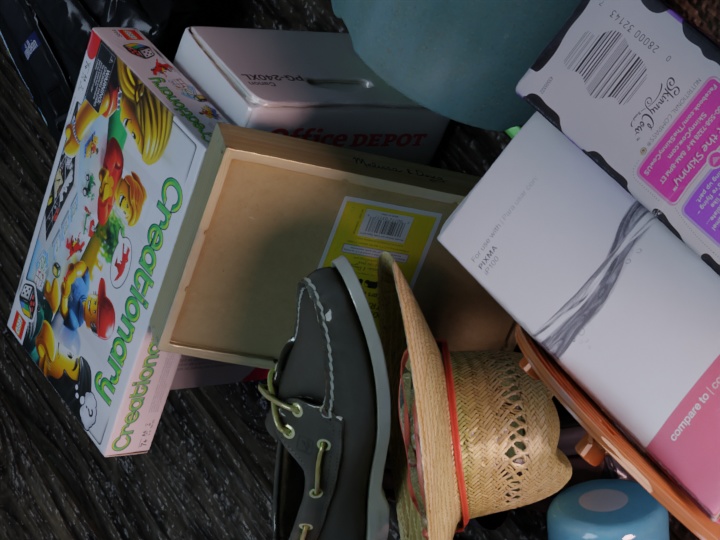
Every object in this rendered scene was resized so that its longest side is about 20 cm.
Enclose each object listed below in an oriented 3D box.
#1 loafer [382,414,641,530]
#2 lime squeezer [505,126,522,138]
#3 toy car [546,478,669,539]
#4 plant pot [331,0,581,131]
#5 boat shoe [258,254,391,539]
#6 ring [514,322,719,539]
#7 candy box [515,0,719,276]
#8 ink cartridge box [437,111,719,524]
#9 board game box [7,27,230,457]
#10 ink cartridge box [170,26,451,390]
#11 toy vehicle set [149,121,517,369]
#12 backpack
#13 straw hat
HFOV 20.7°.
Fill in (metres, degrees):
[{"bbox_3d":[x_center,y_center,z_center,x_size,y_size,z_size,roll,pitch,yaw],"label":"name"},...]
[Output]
[{"bbox_3d":[0.073,0.117,1.071,0.199,0.071,0.064,-13,89,46],"label":"loafer"},{"bbox_3d":[0.043,-0.152,1.094,0.070,0.037,0.202,-23,76,47],"label":"lime squeezer"},{"bbox_3d":[0.179,0.217,0.928,0.198,0.177,0.186,2,111,20],"label":"toy car"},{"bbox_3d":[0.085,-0.186,0.942,0.201,0.199,0.197,56,140,28],"label":"plant pot"},{"bbox_3d":[-0.020,0.079,1.030,0.072,0.060,0.203,-114,16,-45],"label":"boat shoe"},{"bbox_3d":[0.142,0.095,0.898,0.019,0.200,0.201,-49,55,9],"label":"ring"},{"bbox_3d":[0.186,-0.026,0.840,0.072,0.167,0.200,-52,54,12],"label":"candy box"},{"bbox_3d":[0.149,0.029,0.902,0.083,0.146,0.200,-51,55,13],"label":"ink cartridge box"},{"bbox_3d":[-0.132,-0.015,1.091,0.126,0.034,0.201,45,126,39],"label":"board game box"},{"bbox_3d":[-0.054,-0.036,1.137,0.083,0.144,0.201,50,129,37],"label":"ink cartridge box"},{"bbox_3d":[0.000,0.000,1.044,0.027,0.198,0.125,-113,40,-54],"label":"toy vehicle set"},{"bbox_3d":[-0.181,-0.202,1.282,0.200,0.153,0.163,48,136,7],"label":"backpack"},{"bbox_3d":[0.061,0.080,0.969,0.201,0.084,0.203,173,90,-87],"label":"straw hat"}]
